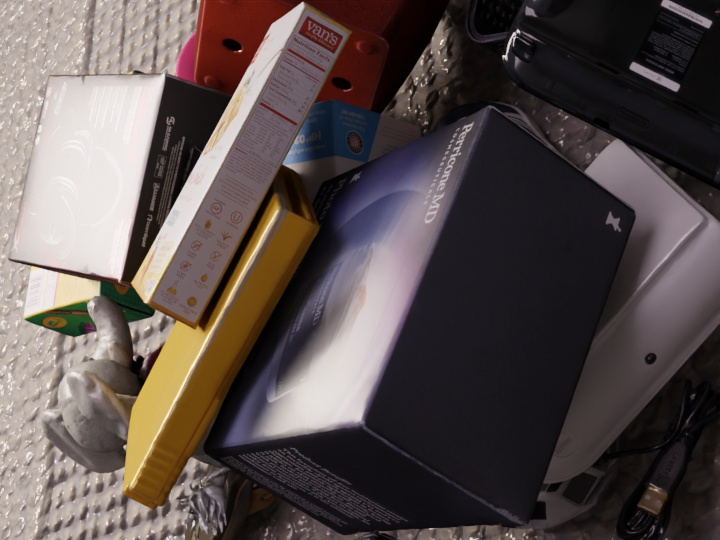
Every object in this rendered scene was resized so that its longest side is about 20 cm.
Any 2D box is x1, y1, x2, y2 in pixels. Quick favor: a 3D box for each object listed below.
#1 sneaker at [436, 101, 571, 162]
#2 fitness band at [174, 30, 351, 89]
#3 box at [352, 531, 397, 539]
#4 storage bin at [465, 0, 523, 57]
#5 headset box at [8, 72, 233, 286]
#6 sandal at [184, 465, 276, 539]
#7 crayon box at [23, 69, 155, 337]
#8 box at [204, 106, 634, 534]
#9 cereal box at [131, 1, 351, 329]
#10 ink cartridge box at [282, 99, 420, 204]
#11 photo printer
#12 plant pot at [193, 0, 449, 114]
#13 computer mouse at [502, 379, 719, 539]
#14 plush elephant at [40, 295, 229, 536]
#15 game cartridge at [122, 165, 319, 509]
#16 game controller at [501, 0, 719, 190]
[{"bbox_3d":[0.085,-0.087,1.116,0.076,0.084,0.200,-63,27,8],"label":"sneaker"},{"bbox_3d":[-0.071,-0.121,1.215,0.038,0.142,0.202,98,164,-54],"label":"fitness band"},{"bbox_3d":[-0.022,0.298,1.037,0.197,0.123,0.202,-20,56,41],"label":"box"},{"bbox_3d":[0.167,-0.240,1.102,0.134,0.093,0.203,0,73,49],"label":"storage bin"},{"bbox_3d":[-0.170,-0.064,1.154,0.199,0.077,0.151,9,86,52],"label":"headset box"},{"bbox_3d":[-0.085,0.163,1.238,0.202,0.054,0.082,-68,26,22],"label":"sandal"},{"bbox_3d":[-0.215,-0.055,1.316,0.118,0.058,0.203,-14,64,46],"label":"crayon box"},{"bbox_3d":[0.031,0.036,0.917,0.198,0.123,0.202,-18,44,57],"label":"box"},{"bbox_3d":[-0.078,-0.066,0.980,0.202,0.039,0.144,-63,12,-3],"label":"cereal box"},{"bbox_3d":[-0.008,-0.006,1.089,0.067,0.115,0.203,-8,80,34],"label":"ink cartridge box"},{"bbox_3d":[0.140,0.028,0.980,0.200,0.069,0.167,-50,23,11],"label":"photo printer"},{"bbox_3d":[-0.028,-0.218,1.152,0.200,0.198,0.178,111,177,-62],"label":"plant pot"},{"bbox_3d":[0.136,0.129,0.993,0.199,0.044,0.110,-14,42,50],"label":"computer mouse"},{"bbox_3d":[-0.162,0.088,1.191,0.164,0.153,0.202,-32,44,53],"label":"plush elephant"},{"bbox_3d":[-0.090,0.036,0.979,0.202,0.032,0.176,-62,12,10],"label":"game cartridge"},{"bbox_3d":[0.190,-0.129,0.987,0.198,0.042,0.105,29,89,12],"label":"game controller"}]
